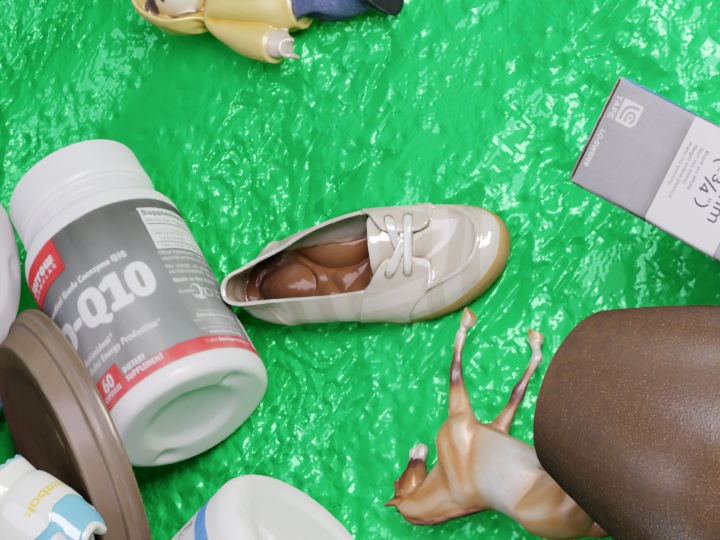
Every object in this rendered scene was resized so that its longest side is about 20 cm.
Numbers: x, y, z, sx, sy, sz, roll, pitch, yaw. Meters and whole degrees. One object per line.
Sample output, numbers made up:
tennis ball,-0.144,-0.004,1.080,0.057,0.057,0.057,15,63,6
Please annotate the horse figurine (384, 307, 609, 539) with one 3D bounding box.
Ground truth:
horse figurine,0.102,0.104,1.071,0.199,0.050,0.133,17,85,39

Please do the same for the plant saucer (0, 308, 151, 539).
plant saucer,-0.190,0.122,1.210,0.200,0.029,0.201,47,150,38

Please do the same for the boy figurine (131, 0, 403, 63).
boy figurine,-0.066,-0.199,1.240,0.199,0.064,0.125,-2,82,32

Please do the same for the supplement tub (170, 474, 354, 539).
supplement tub,-0.093,0.234,1.133,0.200,0.132,0.132,-47,58,18

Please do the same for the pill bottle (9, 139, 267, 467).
pill bottle,-0.152,0.018,1.227,0.114,0.114,0.200,-43,60,21

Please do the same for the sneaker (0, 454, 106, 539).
sneaker,-0.208,0.212,1.160,0.081,0.076,0.201,27,130,17

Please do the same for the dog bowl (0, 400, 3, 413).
dog bowl,-0.326,0.053,1.352,0.050,0.111,0.200,-44,58,4

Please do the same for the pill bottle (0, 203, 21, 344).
pill bottle,-0.341,0.005,1.256,0.199,0.114,0.114,-1,80,15

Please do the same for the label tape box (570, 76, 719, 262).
label tape box,0.226,-0.018,0.947,0.200,0.144,0.064,32,99,35

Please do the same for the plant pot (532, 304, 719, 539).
plant pot,0.192,0.093,0.925,0.199,0.187,0.188,20,92,37

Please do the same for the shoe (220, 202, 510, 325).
shoe,0.000,0.000,1.159,0.199,0.053,0.070,-13,74,33
